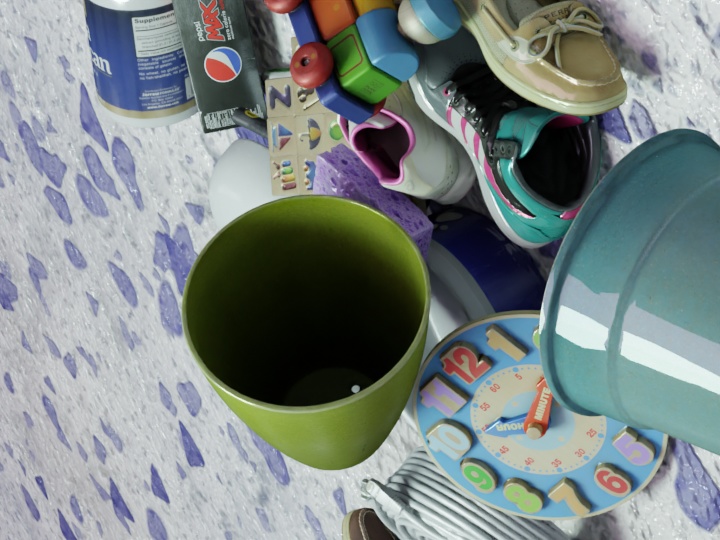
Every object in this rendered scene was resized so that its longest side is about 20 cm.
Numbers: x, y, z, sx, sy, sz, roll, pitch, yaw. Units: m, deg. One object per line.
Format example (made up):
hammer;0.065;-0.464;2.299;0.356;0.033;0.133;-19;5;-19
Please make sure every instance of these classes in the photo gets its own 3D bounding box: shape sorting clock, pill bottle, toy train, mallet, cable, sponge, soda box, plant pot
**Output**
shape sorting clock;0.138;0.116;1.534;0.200;0.039;0.200;9;123;14
pill bottle;-0.203;-0.244;1.856;0.111;0.111;0.200;38;143;41
toy train;-0.005;-0.217;1.449;0.116;0.085;0.200;-33;58;23
mallet;-0.025;-0.095;1.702;0.200;0.066;0.041;35;122;35
cable;0.107;0.231;1.693;0.200;0.069;0.200;28;164;24
sponge;0.000;0.000;1.616;0.112;0.030;0.200;42;145;25
soda box;-0.134;-0.229;1.776;0.071;0.063;0.200;-108;6;-63
plant pot;0.249;0.039;1.236;0.196;0.200;0.200;29;138;37
plant pot;-0.032;0.073;1.551;0.187;0.187;0.200;48;164;28

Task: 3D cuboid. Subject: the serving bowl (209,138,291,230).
serving bowl;-0.070;-0.022;1.789;0.200;0.066;0.200;42;163;16

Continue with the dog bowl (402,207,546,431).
dog bowl;0.082;0.052;1.647;0.200;0.079;0.200;42;146;37

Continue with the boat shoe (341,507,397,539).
boat shoe;0.051;0.316;1.965;0.072;0.072;0.200;-40;64;32

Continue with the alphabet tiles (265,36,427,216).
alphabet tiles;-0.002;-0.115;1.628;0.200;0.006;0.167;-2;93;41

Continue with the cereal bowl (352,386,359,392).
cereal bowl;-0.071;0.097;1.862;0.200;0.083;0.200;39;173;6

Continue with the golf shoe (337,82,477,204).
golf shoe;0.014;-0.137;1.549;0.200;0.091;0.075;55;126;24

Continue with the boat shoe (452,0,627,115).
boat shoe;0.117;-0.184;1.392;0.201;0.073;0.063;54;153;37

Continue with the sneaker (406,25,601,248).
sneaker;0.108;-0.112;1.449;0.200;0.084;0.121;57;158;-5

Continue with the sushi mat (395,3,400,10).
sushi mat;-0.012;-0.217;1.567;0.200;0.096;0.012;39;122;39

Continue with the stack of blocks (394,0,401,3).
stack of blocks;-0.028;-0.298;1.556;0.200;0.059;0.115;38;143;41

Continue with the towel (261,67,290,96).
towel;-0.022;-0.088;1.774;0.152;0.023;0.200;6;120;60
